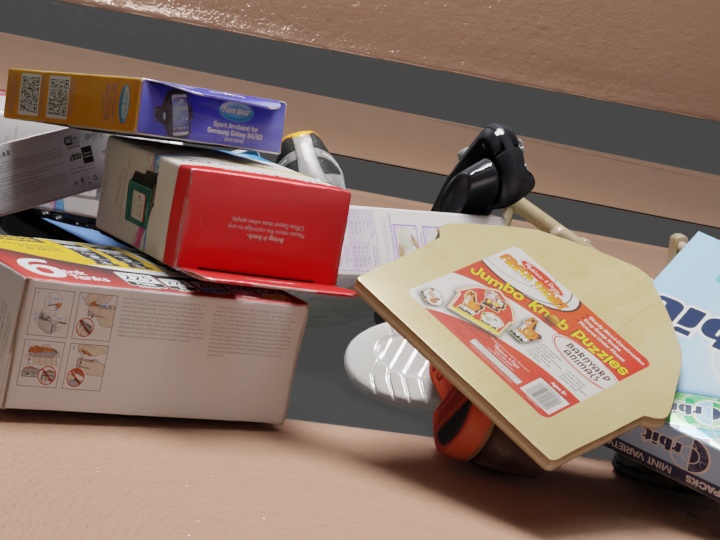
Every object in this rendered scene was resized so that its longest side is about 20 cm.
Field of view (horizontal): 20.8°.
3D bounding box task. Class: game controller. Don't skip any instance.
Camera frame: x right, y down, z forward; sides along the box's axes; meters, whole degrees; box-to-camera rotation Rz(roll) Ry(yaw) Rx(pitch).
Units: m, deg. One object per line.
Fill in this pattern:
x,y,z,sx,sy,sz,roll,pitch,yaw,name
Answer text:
-0.207,-0.015,1.564,0.104,0.042,0.200,3,14,-41,game controller

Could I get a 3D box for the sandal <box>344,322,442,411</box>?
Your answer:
0.087,0.078,1.383,0.202,0.050,0.083,1,44,12,sandal

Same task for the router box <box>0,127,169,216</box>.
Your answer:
-0.272,-0.069,1.467,0.179,0.049,0.200,-9,8,38,router box

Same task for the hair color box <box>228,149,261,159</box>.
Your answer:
-0.127,-0.054,1.521,0.100,0.061,0.200,-15,5,-6,hair color box

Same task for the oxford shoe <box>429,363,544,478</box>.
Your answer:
0.092,0.070,1.320,0.072,0.071,0.200,27,34,-13,oxford shoe

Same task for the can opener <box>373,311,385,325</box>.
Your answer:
0.092,0.069,1.440,0.199,0.054,0.067,15,11,22,can opener

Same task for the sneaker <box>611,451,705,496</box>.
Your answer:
0.214,0.093,1.350,0.076,0.091,0.200,11,15,-6,sneaker

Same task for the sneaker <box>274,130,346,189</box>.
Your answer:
-0.044,-0.048,1.569,0.078,0.078,0.200,-9,-15,-12,sneaker

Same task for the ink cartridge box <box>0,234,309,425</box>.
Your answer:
-0.166,0.030,1.254,0.199,0.084,0.175,6,10,-36,ink cartridge box

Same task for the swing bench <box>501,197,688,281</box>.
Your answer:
0.201,0.027,1.604,0.199,0.130,0.199,15,9,-15,swing bench

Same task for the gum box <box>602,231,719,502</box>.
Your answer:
0.250,0.068,1.292,0.169,0.045,0.200,26,43,24,gum box

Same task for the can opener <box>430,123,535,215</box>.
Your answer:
0.086,-0.060,1.591,0.078,0.064,0.200,-13,-15,-16,can opener

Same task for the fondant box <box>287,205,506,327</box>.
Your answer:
0.000,0.000,1.511,0.199,0.059,0.144,1,-16,-44,fondant box

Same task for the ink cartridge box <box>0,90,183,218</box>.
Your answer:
-0.266,-0.103,1.757,0.199,0.086,0.148,8,10,-11,ink cartridge box

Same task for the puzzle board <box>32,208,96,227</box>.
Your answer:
-0.247,-0.056,1.809,0.199,0.017,0.150,3,14,-43,puzzle board

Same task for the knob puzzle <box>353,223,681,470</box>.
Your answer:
0.118,0.040,1.251,0.219,0.031,0.220,13,38,-10,knob puzzle

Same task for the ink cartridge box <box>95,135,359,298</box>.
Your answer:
-0.085,-0.036,1.282,0.116,0.068,0.200,6,8,-28,ink cartridge box

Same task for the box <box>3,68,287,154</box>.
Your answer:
-0.143,-0.108,1.335,0.119,0.042,0.200,6,5,-39,box
